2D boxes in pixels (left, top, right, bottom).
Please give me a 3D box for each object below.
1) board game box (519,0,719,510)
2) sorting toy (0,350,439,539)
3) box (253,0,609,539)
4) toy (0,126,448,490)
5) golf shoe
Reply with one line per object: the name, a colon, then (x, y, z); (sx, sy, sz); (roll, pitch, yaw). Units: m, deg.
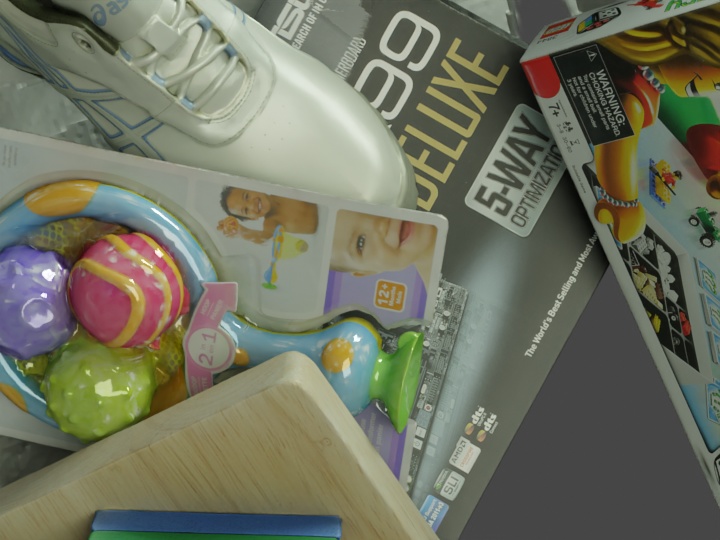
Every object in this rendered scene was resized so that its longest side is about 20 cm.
board game box: (0.151, -0.007, 0.993); (0.201, 0.126, 0.035); (64, 32, -18)
sorting toy: (-0.055, 0.157, 0.996); (0.198, 0.070, 0.200); (-26, 117, 18)
box: (0.000, 0.000, 1.053); (0.157, 0.050, 0.201); (30, 86, 1)
toy: (-0.077, 0.021, 0.983); (0.199, 0.047, 0.116); (10, 111, 4)
golf shoe: (-0.070, -0.071, 0.988); (0.200, 0.097, 0.078); (35, 85, 9)
